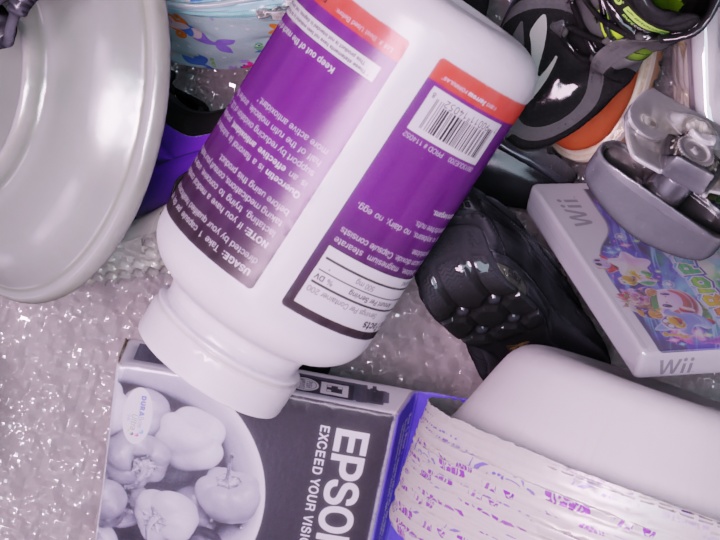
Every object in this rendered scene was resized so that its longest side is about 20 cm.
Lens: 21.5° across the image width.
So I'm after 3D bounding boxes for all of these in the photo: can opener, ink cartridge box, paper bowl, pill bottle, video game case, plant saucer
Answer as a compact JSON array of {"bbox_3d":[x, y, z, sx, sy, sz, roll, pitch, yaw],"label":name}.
[{"bbox_3d":[0.201,-0.018,0.893,0.199,0.054,0.067,29,133,-7],"label":"can opener"},{"bbox_3d":[-0.040,0.144,0.988,0.198,0.043,0.200,9,115,-2],"label":"ink cartridge box"},{"bbox_3d":[0.120,0.102,0.879,0.199,0.201,0.105,18,92,-2],"label":"paper bowl"},{"bbox_3d":[-0.016,-0.038,0.845,0.112,0.112,0.201,33,101,-3],"label":"pill bottle"},{"bbox_3d":[0.198,-0.001,0.937,0.198,0.144,0.018,-2,126,-19],"label":"video game case"},{"bbox_3d":[-0.166,-0.087,0.904,0.050,0.199,0.202,6,96,-42],"label":"plant saucer"}]

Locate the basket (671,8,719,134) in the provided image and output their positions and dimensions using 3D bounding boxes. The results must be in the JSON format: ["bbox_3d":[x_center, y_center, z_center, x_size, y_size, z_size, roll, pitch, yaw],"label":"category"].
[{"bbox_3d":[0.223,-0.148,0.956,0.134,0.123,0.202,-2,94,0],"label":"basket"}]

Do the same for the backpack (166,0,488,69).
[{"bbox_3d":[-0.040,-0.194,0.936,0.198,0.151,0.179,-8,72,9],"label":"backpack"}]

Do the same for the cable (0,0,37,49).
[{"bbox_3d":[-0.134,-0.194,0.868,0.201,0.163,0.051,-54,131,-5],"label":"cable"}]

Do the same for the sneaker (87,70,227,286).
[{"bbox_3d":[-0.119,-0.052,0.979,0.198,0.069,0.101,-4,71,25],"label":"sneaker"}]

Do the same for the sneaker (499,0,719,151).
[{"bbox_3d":[0.121,-0.129,0.871,0.071,0.083,0.200,42,125,-4],"label":"sneaker"}]

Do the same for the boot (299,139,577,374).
[{"bbox_3d":[-0.001,0.000,0.992,0.164,0.066,0.201,26,90,8],"label":"boot"}]

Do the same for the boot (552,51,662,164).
[{"bbox_3d":[0.099,-0.156,0.956,0.074,0.107,0.202,2,92,37],"label":"boot"}]

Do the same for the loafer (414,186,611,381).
[{"bbox_3d":[0.079,0.017,0.951,0.068,0.201,0.071,-18,59,16],"label":"loafer"}]
